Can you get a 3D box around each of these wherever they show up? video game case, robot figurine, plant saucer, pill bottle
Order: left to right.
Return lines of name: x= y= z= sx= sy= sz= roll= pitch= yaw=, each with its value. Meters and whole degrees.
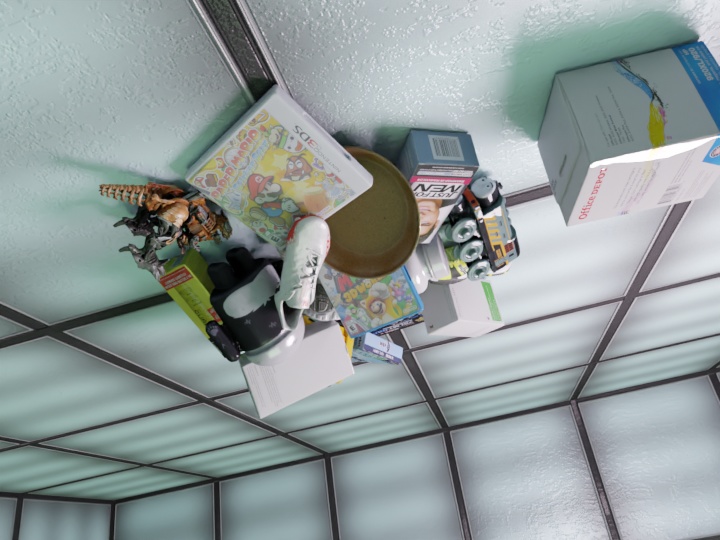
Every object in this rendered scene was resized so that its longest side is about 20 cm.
robot figurine: x=-0.176 y=0.062 z=0.911 sx=0.147 sy=0.125 sz=0.204 roll=-27 pitch=108 yaw=9
video game case: x=-0.111 y=-0.125 z=0.730 sx=0.197 sy=0.023 sz=0.180 roll=-29 pitch=129 yaw=33
plant saucer: x=-0.002 y=-0.086 z=0.787 sx=0.193 sy=0.036 sz=0.207 roll=11 pitch=123 yaw=17
video game case: x=0.000 y=0.000 z=0.867 sx=0.139 sy=0.018 sz=0.205 roll=-21 pitch=107 yaw=20
pill bottle: x=0.058 y=-0.002 z=0.977 sx=0.194 sy=0.115 sz=0.111 roll=-18 pitch=152 yaw=16

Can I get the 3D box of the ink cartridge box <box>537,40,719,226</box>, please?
ink cartridge box: x=0.358 y=-0.176 z=0.716 sx=0.192 sy=0.149 sz=0.148 roll=-11 pitch=153 yaw=3

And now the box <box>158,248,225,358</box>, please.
box: x=-0.266 y=0.061 z=0.953 sx=0.073 sy=0.051 sz=0.203 roll=-19 pitch=121 yaw=20

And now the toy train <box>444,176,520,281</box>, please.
toy train: x=0.204 y=-0.069 z=0.918 sx=0.112 sy=0.086 sz=0.202 roll=-30 pitch=135 yaw=3

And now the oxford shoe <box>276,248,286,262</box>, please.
oxford shoe: x=-0.046 y=-0.034 z=0.923 sx=0.192 sy=0.078 sz=0.059 roll=0 pitch=147 yaw=-4

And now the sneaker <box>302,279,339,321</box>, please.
sneaker: x=-0.106 y=0.054 z=1.056 sx=0.192 sy=0.081 sz=0.099 roll=11 pitch=172 yaw=13

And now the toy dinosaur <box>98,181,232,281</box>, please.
toy dinosaur: x=-0.277 y=-0.079 z=0.771 sx=0.134 sy=0.104 sz=0.199 roll=-37 pitch=126 yaw=18

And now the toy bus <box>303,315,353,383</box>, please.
toy bus: x=-0.136 y=0.144 z=1.131 sx=0.194 sy=0.140 sz=0.192 roll=2 pitch=152 yaw=31

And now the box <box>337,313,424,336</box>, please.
box: x=0.053 y=0.088 z=1.214 sx=0.194 sy=0.051 sz=0.198 roll=-19 pitch=154 yaw=20

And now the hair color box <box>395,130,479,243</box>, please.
hair color box: x=0.093 y=-0.119 z=0.825 sx=0.095 sy=0.063 sz=0.201 roll=-1 pitch=152 yaw=-17

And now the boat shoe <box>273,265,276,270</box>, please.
boat shoe: x=-0.204 y=0.037 z=0.999 sx=0.195 sy=0.077 sz=0.063 roll=-15 pitch=161 yaw=19

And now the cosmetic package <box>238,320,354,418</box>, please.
cosmetic package: x=-0.121 y=0.178 z=1.020 sx=0.194 sy=0.111 sz=0.084 roll=-21 pitch=-168 yaw=-18

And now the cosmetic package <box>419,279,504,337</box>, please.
cosmetic package: x=0.212 y=0.076 z=1.144 sx=0.084 sy=0.111 sz=0.197 roll=-28 pitch=157 yaw=34

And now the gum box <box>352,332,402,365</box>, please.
gum box: x=-0.022 y=0.182 z=1.293 sx=0.195 sy=0.046 sz=0.168 roll=-1 pitch=160 yaw=37

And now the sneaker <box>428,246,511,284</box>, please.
sneaker: x=0.202 y=-0.030 z=1.038 sx=0.192 sy=0.077 sz=0.078 roll=-12 pitch=139 yaw=-11

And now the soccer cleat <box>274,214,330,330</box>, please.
soccer cleat: x=-0.086 y=0.007 z=0.795 sx=0.066 sy=0.087 sz=0.203 roll=7 pitch=138 yaw=-20
